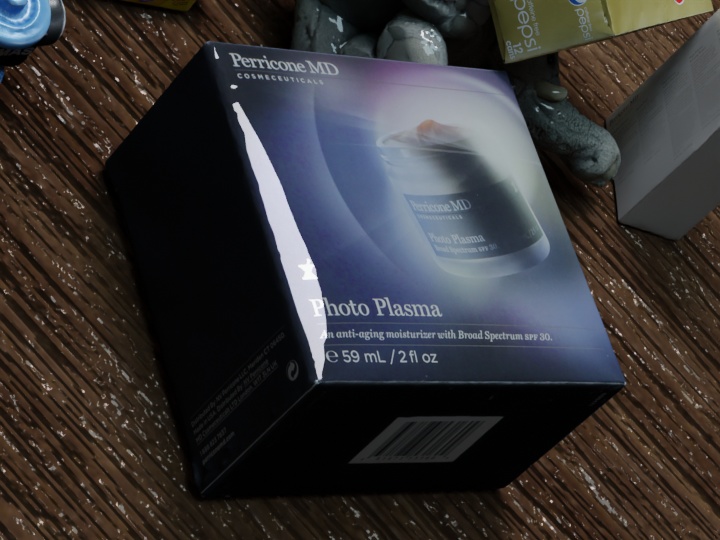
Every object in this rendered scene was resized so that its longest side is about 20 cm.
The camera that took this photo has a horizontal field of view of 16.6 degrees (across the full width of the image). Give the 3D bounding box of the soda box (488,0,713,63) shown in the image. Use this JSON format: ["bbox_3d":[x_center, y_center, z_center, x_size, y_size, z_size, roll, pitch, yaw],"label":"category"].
[{"bbox_3d":[0.135,-0.161,1.388,0.200,0.068,0.064,-24,100,-65],"label":"soda box"}]

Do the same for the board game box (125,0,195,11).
[{"bbox_3d":[-0.169,-0.198,1.351,0.200,0.030,0.096,5,57,-31],"label":"board game box"}]

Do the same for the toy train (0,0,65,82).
[{"bbox_3d":[-0.240,-0.143,1.206,0.200,0.087,0.114,-7,71,-36],"label":"toy train"}]

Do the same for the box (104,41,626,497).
[{"bbox_3d":[0.000,0.000,1.265,0.200,0.123,0.199,2,57,-37],"label":"box"}]

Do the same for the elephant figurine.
[{"bbox_3d":[0.059,-0.141,1.431,0.141,0.156,0.200,21,12,40],"label":"elephant figurine"}]

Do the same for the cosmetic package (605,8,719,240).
[{"bbox_3d":[0.224,-0.107,1.457,0.051,0.200,0.083,15,51,-27],"label":"cosmetic package"}]
